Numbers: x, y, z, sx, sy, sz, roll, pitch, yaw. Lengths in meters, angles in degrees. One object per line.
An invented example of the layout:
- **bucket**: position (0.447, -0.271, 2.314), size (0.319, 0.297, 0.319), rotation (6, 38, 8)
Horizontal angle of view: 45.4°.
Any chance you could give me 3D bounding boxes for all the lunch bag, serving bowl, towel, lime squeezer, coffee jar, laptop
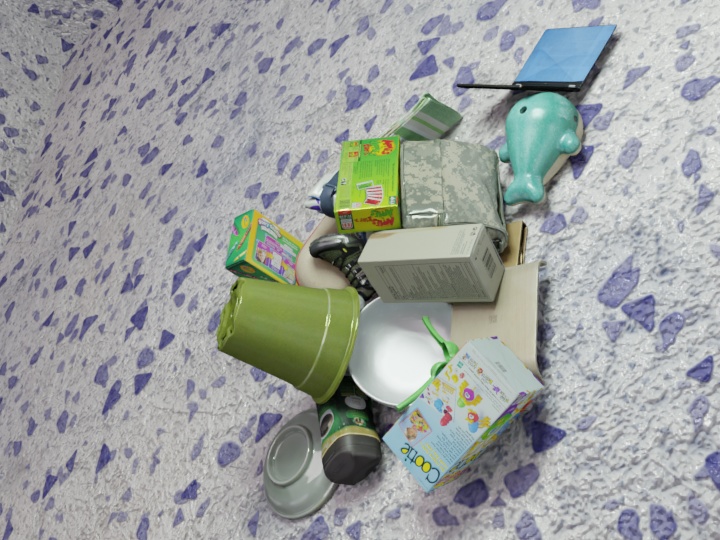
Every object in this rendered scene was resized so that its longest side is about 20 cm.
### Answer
- **lunch bag**: position (0.154, -0.113, 1.421), size (0.167, 0.140, 0.201), rotation (-4, 56, 7)
- **serving bowl**: position (0.078, 0.134, 1.384), size (0.199, 0.066, 0.201), rotation (-4, 62, 8)
- **towel**: position (0.085, -0.249, 1.632), size (0.200, 0.152, 0.023), rotation (-40, 66, 21)
- **lime squeezer**: position (0.107, 0.133, 1.262), size (0.200, 0.070, 0.038), rotation (-68, -8, -49)
- **coffee jar**: position (-0.023, 0.247, 1.422), size (0.104, 0.085, 0.201), rotation (-56, 30, 39)
- **laptop**: position (0.303, -0.371, 1.497), size (0.187, 0.199, 0.117), rotation (22, 113, 60)

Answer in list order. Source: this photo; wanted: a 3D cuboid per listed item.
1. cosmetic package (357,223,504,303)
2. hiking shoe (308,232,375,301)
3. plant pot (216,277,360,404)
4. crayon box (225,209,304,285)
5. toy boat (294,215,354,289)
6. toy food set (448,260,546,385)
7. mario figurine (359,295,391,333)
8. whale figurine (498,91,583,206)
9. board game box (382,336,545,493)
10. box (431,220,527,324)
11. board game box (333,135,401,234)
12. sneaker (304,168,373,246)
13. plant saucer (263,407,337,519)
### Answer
- **cosmetic package**: position (0.108, -0.008, 1.324), size (0.199, 0.105, 0.071), rotation (-1, 47, 34)
- **hiking shoe**: position (0.000, 0.000, 1.519), size (0.076, 0.199, 0.101), rotation (100, -176, -70)
- **plant pot**: position (-0.127, 0.096, 1.393), size (0.200, 0.189, 0.201), rotation (-163, 90, -71)
- **crayon box**: position (-0.166, -0.017, 1.684), size (0.058, 0.200, 0.119), rotation (-21, 49, 35)
- **toy boat**: position (-0.042, -0.021, 1.634), size (0.200, 0.130, 0.131), rotation (-55, -6, -24)
- **toy food set**: position (0.213, 0.086, 1.305), size (0.143, 0.060, 0.201), rotation (-12, 56, 33)
- **mario figurine**: position (-0.023, 0.111, 1.515), size (0.199, 0.106, 0.124), rotation (8, 69, 47)
- **whale figurine**: position (0.284, -0.205, 1.415), size (0.159, 0.104, 0.201), rotation (2, 62, 47)
- **board game box**: position (0.145, 0.202, 1.216), size (0.105, 0.103, 0.200), rotation (48, 113, 23)
- **box**: position (0.183, 0.009, 1.435), size (0.199, 0.021, 0.164), rotation (-14, 54, 41)
- **board game box**: position (0.016, -0.144, 1.419), size (0.101, 0.048, 0.201), rotation (-5, 41, 8)
- **sneaker**: position (-0.026, -0.100, 1.483), size (0.146, 0.081, 0.201), rotation (-10, 46, 14)
- **plant saucer**: position (-0.110, 0.327, 1.496), size (0.200, 0.050, 0.201), rotation (-28, 45, 32)
